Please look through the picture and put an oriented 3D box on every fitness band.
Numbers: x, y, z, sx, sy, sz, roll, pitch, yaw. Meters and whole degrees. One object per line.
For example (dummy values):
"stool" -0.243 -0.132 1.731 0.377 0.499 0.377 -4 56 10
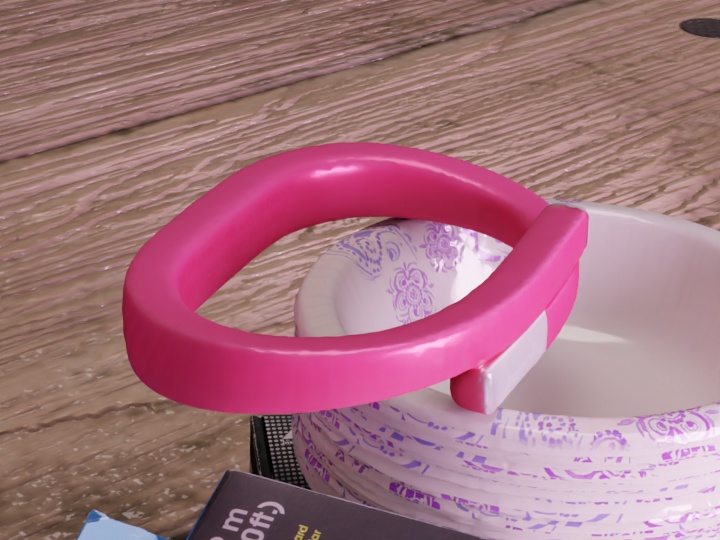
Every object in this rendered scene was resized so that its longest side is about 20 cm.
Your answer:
"fitness band" 0.000 0.000 0.762 0.144 0.037 0.200 11 26 20

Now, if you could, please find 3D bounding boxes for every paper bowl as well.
"paper bowl" 0.073 0.056 0.809 0.200 0.104 0.201 2 27 -1

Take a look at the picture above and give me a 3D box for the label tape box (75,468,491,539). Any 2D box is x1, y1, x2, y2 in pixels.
"label tape box" -0.039 0.144 0.704 0.200 0.066 0.143 14 51 19

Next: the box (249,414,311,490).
"box" 0.061 0.119 0.849 0.200 0.048 0.193 -1 28 -7
